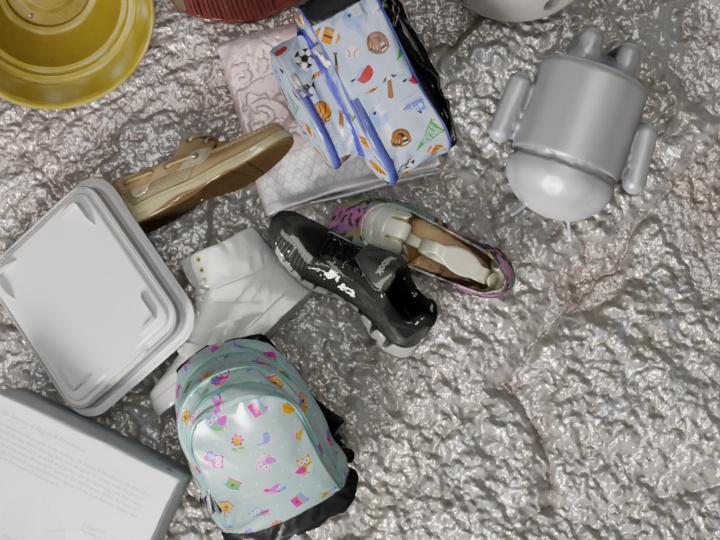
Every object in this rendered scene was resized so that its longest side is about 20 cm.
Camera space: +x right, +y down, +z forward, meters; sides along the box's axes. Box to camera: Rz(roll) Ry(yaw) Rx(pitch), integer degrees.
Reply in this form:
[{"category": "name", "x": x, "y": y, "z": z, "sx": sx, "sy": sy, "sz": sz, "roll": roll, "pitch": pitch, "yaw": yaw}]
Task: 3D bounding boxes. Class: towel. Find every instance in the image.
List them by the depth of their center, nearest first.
[{"category": "towel", "x": -0.029, "y": -0.168, "z": 1.499, "sx": 0.198, "sy": 0.032, "sz": 0.193, "roll": -15, "pitch": 87, "yaw": -1}]

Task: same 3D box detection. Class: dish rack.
[{"category": "dish rack", "x": -0.275, "y": 0.026, "z": 1.448, "sx": 0.171, "sy": 0.043, "sz": 0.201, "roll": -40, "pitch": 76, "yaw": 12}]

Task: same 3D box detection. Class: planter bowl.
[{"category": "planter bowl", "x": -0.310, "y": -0.269, "z": 1.460, "sx": 0.199, "sy": 0.084, "sz": 0.202, "roll": -9, "pitch": 127, "yaw": -12}]

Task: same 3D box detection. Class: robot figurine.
[{"category": "robot figurine", "x": 0.214, "y": -0.136, "z": 1.453, "sx": 0.168, "sy": 0.113, "sz": 0.202, "roll": 21, "pitch": 87, "yaw": -2}]

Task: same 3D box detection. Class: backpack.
[{"category": "backpack", "x": 0.005, "y": -0.175, "z": 1.397, "sx": 0.154, "sy": 0.200, "sz": 0.191, "roll": -36, "pitch": 96, "yaw": 5}, {"category": "backpack", "x": -0.096, "y": 0.163, "z": 1.403, "sx": 0.166, "sy": 0.127, "sz": 0.201, "roll": -26, "pitch": 119, "yaw": -5}]

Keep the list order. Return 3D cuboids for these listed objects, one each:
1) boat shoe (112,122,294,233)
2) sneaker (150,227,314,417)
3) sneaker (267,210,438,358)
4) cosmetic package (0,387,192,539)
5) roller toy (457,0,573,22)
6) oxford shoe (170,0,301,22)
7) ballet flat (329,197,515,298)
[{"category": "boat shoe", "x": -0.162, "y": -0.105, "z": 1.462, "sx": 0.199, "sy": 0.071, "sz": 0.065, "roll": -26, "pitch": 78, "yaw": 13}, {"category": "sneaker", "x": -0.157, "y": 0.046, "z": 1.472, "sx": 0.200, "sy": 0.074, "sz": 0.116, "roll": -42, "pitch": 85, "yaw": -11}, {"category": "sneaker", "x": 0.000, "y": 0.000, "z": 1.444, "sx": 0.200, "sy": 0.090, "sz": 0.067, "roll": 41, "pitch": 53, "yaw": -8}, {"category": "cosmetic package", "x": -0.297, "y": 0.246, "z": 1.431, "sx": 0.198, "sy": 0.123, "sz": 0.201, "roll": 26, "pitch": 89, "yaw": 2}, {"category": "roller toy", "x": 0.152, "y": -0.348, "z": 1.453, "sx": 0.198, "sy": 0.140, "sz": 0.184, "roll": -1, "pitch": 77, "yaw": 4}, {"category": "oxford shoe", "x": -0.099, "y": -0.307, "z": 1.500, "sx": 0.198, "sy": 0.071, "sz": 0.075, "roll": -8, "pitch": 60, "yaw": 1}, {"category": "ballet flat", "x": 0.064, "y": -0.025, "z": 1.469, "sx": 0.199, "sy": 0.071, "sz": 0.070, "roll": 22, "pitch": 88, "yaw": 2}]
